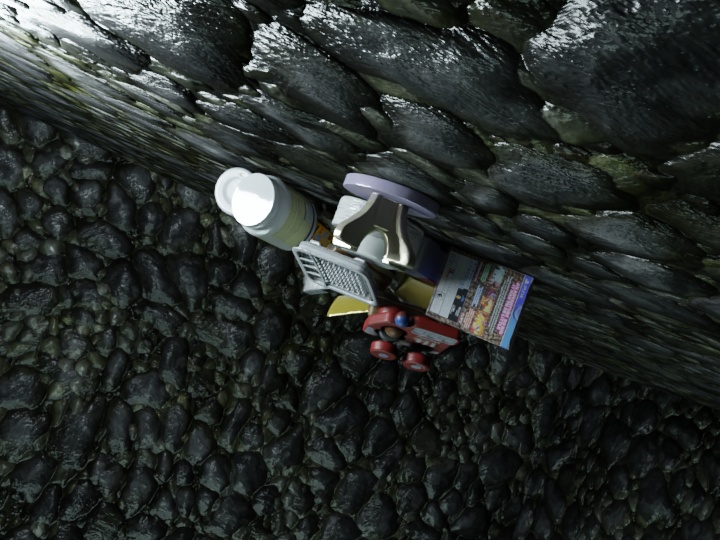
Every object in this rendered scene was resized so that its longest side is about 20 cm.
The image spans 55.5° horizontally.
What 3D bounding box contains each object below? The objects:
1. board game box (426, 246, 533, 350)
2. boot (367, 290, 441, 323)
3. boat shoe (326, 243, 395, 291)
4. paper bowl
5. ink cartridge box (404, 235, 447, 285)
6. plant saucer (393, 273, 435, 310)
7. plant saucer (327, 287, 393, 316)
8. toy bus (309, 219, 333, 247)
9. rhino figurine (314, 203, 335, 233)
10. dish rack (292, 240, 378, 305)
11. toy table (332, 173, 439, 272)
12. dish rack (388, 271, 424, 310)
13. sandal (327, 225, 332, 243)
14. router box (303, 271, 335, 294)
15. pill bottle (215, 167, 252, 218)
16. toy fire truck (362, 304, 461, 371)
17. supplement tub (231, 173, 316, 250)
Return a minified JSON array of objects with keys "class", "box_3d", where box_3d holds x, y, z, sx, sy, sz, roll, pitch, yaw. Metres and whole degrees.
[{"class":"board game box","box_3d":[0.267,0.063,1.523,0.195,0.164,0.097,22,179,17]},{"class":"boot","box_3d":[0.107,0.115,1.658,0.195,0.078,0.073,20,167,-14]},{"class":"boat shoe","box_3d":[0.000,0.000,1.634,0.197,0.076,0.075,26,176,-31]},{"class":"paper bowl","box_3d":[0.032,-0.073,1.467,0.195,0.107,0.201,22,176,1]},{"class":"ink cartridge box","box_3d":[0.095,-0.047,1.628,0.196,0.086,0.144,22,177,32]},{"class":"plant saucer","box_3d":[0.205,0.028,1.719,0.195,0.049,0.201,22,-143,11]},{"class":"plant saucer","box_3d":[0.027,0.082,1.884,0.194,0.050,0.199,-7,-179,20]},{"class":"toy bus","box_3d":[-0.138,-0.120,1.811,0.077,0.066,0.200,34,-173,-27]},{"class":"rhino figurine","box_3d":[-0.044,-0.112,1.732,0.198,0.061,0.087,36,-168,12]},{"class":"dish rack","box_3d":[-0.048,0.000,1.544,0.195,0.044,0.173,22,158,21]},{"class":"toy table","box_3d":[0.035,-0.080,1.157,0.181,0.120,0.198,24,176,-35]},{"class":"dish rack","box_3d":[0.102,0.021,1.812,0.201,0.043,0.173,49,-168,-27]},{"class":"sandal","box_3d":[-0.065,-0.065,1.819,0.044,0.205,0.075,-24,161,13]},{"class":"router box","box_3d":[-0.066,-0.024,1.913,0.194,0.163,0.052,-6,166,26]},{"class":"pill bottle","box_3d":[-0.297,-0.188,1.796,0.117,0.123,0.200,21,177,9]},{"class":"toy fire truck","box_3d":[0.110,0.136,1.526,0.195,0.115,0.168,19,155,-8]},{"class":"supplement tub","box_3d":[-0.206,-0.141,1.652,0.142,0.149,0.199,20,177,27]}]
